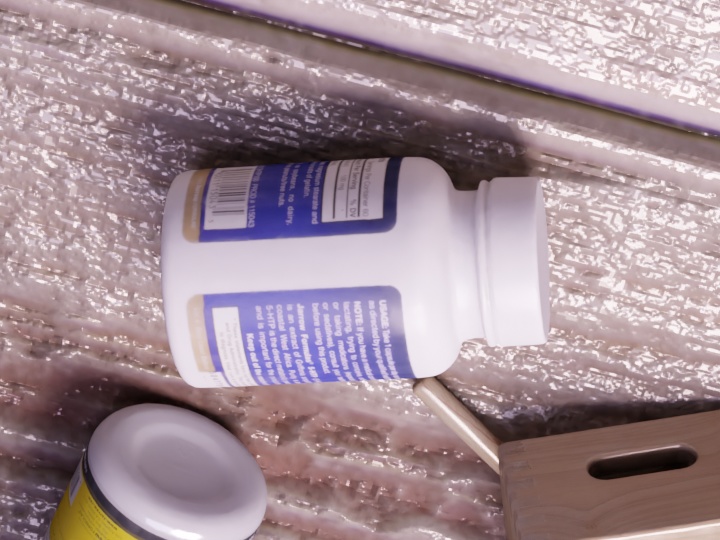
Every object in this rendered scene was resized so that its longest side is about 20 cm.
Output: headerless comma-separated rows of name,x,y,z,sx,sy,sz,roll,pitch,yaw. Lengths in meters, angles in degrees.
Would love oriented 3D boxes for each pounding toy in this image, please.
pounding toy,0.143,0.159,1.443,0.199,0.142,0.185,-8,122,-1

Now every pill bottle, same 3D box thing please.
pill bottle,-0.140,0.185,1.486,0.111,0.112,0.201,22,122,-8
pill bottle,0.000,0.000,1.349,0.199,0.120,0.120,-2,122,8
